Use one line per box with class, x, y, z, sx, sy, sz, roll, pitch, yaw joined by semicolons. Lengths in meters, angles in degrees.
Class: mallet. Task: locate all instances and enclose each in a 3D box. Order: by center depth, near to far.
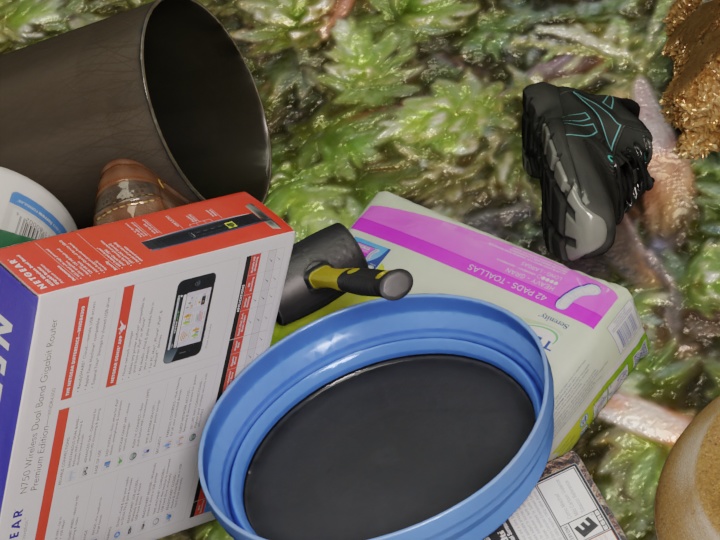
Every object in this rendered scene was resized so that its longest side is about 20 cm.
mallet;0.000;0.000;1.366;0.066;0.041;0.200;-32;10;-20

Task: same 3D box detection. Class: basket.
basket;-0.186;-0.089;1.587;0.200;0.180;0.136;-10;63;21

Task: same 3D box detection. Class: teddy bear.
teddy bear;0.235;-0.139;1.516;0.145;0.067;0.200;-51;12;12

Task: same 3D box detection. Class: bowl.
bowl;0.011;0.091;1.322;0.200;0.039;0.201;-14;36;10

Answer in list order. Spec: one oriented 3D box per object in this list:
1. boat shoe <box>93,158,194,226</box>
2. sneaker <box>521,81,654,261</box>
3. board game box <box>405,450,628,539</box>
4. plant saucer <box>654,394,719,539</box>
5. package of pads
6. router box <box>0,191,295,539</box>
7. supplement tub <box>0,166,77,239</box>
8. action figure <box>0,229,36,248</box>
boat shoe;-0.111;-0.014;1.461;0.072;0.200;0.068;-18;72;6
sneaker;0.144;-0.068;1.491;0.079;0.076;0.200;0;27;-2
board game box;0.063;0.216;1.272;0.200;0.097;0.160;-24;47;-4
plant saucer;0.259;0.116;1.341;0.200;0.035;0.201;-9;47;10
package of pads;0.047;0.050;1.444;0.200;0.068;0.155;22;59;33
router box;-0.135;0.067;1.354;0.179;0.200;0.049;-14;40;-42
supplement tub;-0.255;0.043;1.504;0.132;0.132;0.200;-1;49;16
action figure;-0.169;0.023;1.479;0.055;0.200;0.118;-4;93;22
